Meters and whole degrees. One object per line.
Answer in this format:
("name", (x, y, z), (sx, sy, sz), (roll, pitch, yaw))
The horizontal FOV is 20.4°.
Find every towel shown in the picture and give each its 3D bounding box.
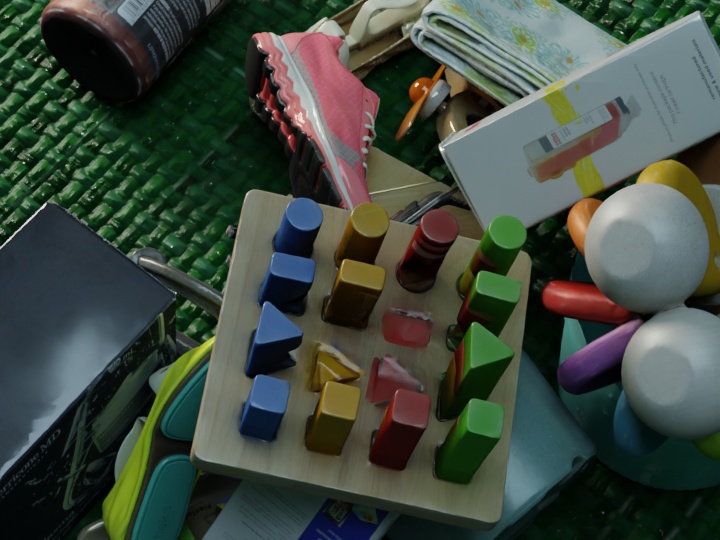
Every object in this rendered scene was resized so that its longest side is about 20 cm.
("towel", (0.139, -0.175, 1.587), (0.171, 0.048, 0.200), (36, 27, 4))

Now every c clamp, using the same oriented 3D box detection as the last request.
("c clamp", (-0.136, 0.034, 1.434), (0.171, 0.200, 0.027), (36, 69, -1))

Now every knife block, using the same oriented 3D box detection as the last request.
("knife block", (0.000, 0.000, 1.532), (0.200, 0.064, 0.176), (28, 63, 11))

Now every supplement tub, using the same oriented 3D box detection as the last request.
("supplement tub", (-0.164, -0.239, 1.630), (0.107, 0.107, 0.200), (30, 63, 12))

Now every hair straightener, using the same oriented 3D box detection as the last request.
("hair straightener", (0.011, -0.006, 1.422), (0.200, 0.077, 0.041), (-31, 97, -20))

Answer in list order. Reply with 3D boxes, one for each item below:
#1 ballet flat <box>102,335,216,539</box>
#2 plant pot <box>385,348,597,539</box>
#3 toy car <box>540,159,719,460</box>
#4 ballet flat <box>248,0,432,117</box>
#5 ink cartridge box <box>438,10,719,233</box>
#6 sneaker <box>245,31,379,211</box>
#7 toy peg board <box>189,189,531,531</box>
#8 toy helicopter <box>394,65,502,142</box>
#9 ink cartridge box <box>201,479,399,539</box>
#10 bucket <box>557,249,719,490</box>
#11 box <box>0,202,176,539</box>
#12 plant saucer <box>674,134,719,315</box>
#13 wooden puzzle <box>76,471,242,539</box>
("ballet flat", (-0.128, 0.107, 1.369), (0.067, 0.200, 0.067), (9, 27, -39))
("plant pot", (0.050, 0.106, 1.414), (0.200, 0.200, 0.196), (-36, 78, -21))
("toy car", (0.194, 0.036, 1.327), (0.150, 0.175, 0.200), (-21, 80, 29))
("ballet flat", (-0.008, -0.192, 1.637), (0.200, 0.065, 0.071), (-35, 67, -21))
("ink cartridge box", (0.167, -0.102, 1.418), (0.200, 0.145, 0.084), (-26, 93, 11))
("sneaker", (-0.016, -0.106, 1.513), (0.087, 0.074, 0.200), (-14, 64, -21))
("toy peg board", (0.013, 0.038, 1.265), (0.199, 0.098, 0.200), (13, 60, -6))
("toy helicopter", (0.082, -0.132, 1.590), (0.132, 0.079, 0.200), (22, 34, -28))
("ink cartridge box", (-0.034, 0.164, 1.344), (0.099, 0.200, 0.039), (38, 21, 7))
("bucket", (0.242, 0.056, 1.476), (0.207, 0.135, 0.208), (2, 62, -3))
("box", (-0.233, 0.094, 1.386), (0.124, 0.197, 0.200), (35, 65, 15))
("plant saucer", (0.316, -0.040, 1.436), (0.200, 0.037, 0.200), (1, 59, -2))
("wooden puzzle", (-0.080, 0.228, 1.408), (0.185, 0.046, 0.200), (-24, 65, -17))
